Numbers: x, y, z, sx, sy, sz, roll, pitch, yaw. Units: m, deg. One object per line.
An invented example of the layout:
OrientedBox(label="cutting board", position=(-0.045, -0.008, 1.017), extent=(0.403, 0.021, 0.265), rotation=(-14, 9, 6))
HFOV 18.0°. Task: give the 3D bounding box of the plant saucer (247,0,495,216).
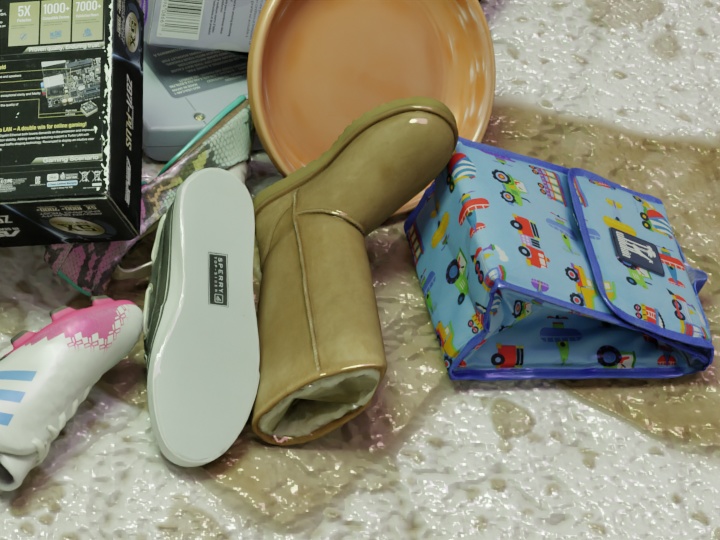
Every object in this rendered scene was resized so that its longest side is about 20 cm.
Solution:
OrientedBox(label="plant saucer", position=(0.004, -0.138, 1.608), extent=(0.200, 0.201, 0.037), rotation=(-19, 15, -29))

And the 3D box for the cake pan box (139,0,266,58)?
OrientedBox(label="cake pan box", position=(-0.056, -0.244, 1.618), extent=(0.184, 0.201, 0.052), rotation=(2, 22, -17))

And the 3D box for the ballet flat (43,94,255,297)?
OrientedBox(label="ballet flat", position=(-0.127, -0.042, 1.553), extent=(0.071, 0.069, 0.200), rotation=(48, 57, 4))

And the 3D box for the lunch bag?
OrientedBox(label="lunch bag", position=(0.148, 0.003, 1.561), extent=(0.199, 0.094, 0.151), rotation=(8, 41, -22))

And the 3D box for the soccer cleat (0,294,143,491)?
OrientedBox(label="soccer cleat", position=(-0.207, 0.087, 1.403), extent=(0.200, 0.070, 0.086), rotation=(-26, 70, -30))

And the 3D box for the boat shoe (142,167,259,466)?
OrientedBox(label="boat shoe", position=(-0.105, 0.035, 1.467), extent=(0.071, 0.064, 0.201), rotation=(15, 64, -22))

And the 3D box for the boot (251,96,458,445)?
OrientedBox(label="boot", position=(0.000, 0.000, 1.485), extent=(0.066, 0.175, 0.200), rotation=(38, 30, -33))

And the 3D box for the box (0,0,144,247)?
OrientedBox(label="box", position=(-0.247, -0.103, 1.479), extent=(0.199, 0.086, 0.164), rotation=(-4, 72, 7))

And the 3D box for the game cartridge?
OrientedBox(label="game cartridge", position=(-0.092, -0.145, 1.679), extent=(0.200, 0.042, 0.133), rotation=(-17, 55, -28))
